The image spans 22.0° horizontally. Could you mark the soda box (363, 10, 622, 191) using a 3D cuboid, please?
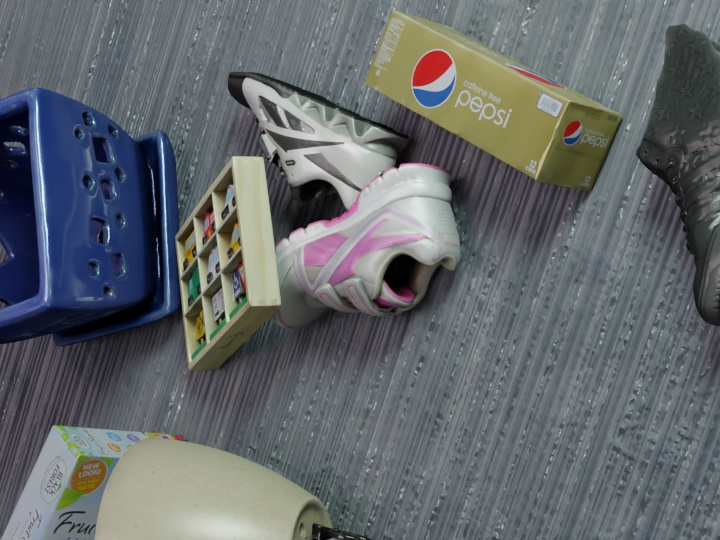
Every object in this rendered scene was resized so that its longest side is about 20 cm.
[{"bbox_3d":[0.096,-0.129,1.393,0.200,0.068,0.064,35,108,41],"label":"soda box"}]

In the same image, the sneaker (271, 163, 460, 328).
[{"bbox_3d":[0.000,0.000,1.458,0.200,0.081,0.089,-37,58,35],"label":"sneaker"}]

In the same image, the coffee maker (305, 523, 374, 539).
[{"bbox_3d":[0.029,0.310,1.370,0.192,0.134,0.201,-166,88,-69],"label":"coffee maker"}]

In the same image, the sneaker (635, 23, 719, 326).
[{"bbox_3d":[0.233,-0.066,1.260,0.104,0.060,0.201,11,86,43],"label":"sneaker"}]

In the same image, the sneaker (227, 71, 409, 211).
[{"bbox_3d":[-0.052,-0.105,1.529,0.200,0.074,0.089,31,103,43],"label":"sneaker"}]

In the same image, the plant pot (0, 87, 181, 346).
[{"bbox_3d":[-0.274,-0.035,1.660,0.200,0.179,0.201,-17,72,42],"label":"plant pot"}]

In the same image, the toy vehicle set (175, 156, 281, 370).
[{"bbox_3d":[-0.114,-0.002,1.547,0.200,0.026,0.125,136,129,-63],"label":"toy vehicle set"}]

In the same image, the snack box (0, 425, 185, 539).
[{"bbox_3d":[-0.239,0.234,1.612,0.053,0.142,0.201,41,111,40],"label":"snack box"}]

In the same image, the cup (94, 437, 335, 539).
[{"bbox_3d":[-0.102,0.232,1.469,0.143,0.200,0.201,-3,81,20],"label":"cup"}]
